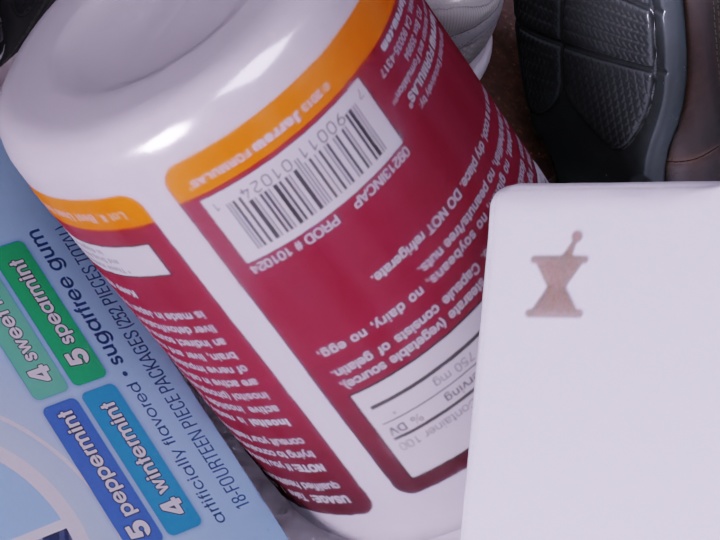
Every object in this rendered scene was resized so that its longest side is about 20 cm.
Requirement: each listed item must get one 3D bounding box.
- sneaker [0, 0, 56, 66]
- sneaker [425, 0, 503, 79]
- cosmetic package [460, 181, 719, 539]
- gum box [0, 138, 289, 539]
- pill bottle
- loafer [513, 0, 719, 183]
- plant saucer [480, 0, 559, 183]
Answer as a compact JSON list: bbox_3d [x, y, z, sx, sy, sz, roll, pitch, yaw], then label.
[{"bbox_3d":[-0.131,-0.051,0.777,0.200,0.090,0.067,-31,126,-34],"label":"sneaker"},{"bbox_3d":[-0.036,-0.127,0.846,0.200,0.092,0.076,35,71,-2],"label":"sneaker"},{"bbox_3d":[0.142,0.077,0.764,0.167,0.200,0.167,0,78,32],"label":"cosmetic package"},{"bbox_3d":[-0.134,0.063,0.775,0.200,0.045,0.170,-20,67,-37],"label":"gum box"},{"bbox_3d":[0.000,0.000,0.812,0.113,0.113,0.200,-48,123,-18],"label":"pill bottle"},{"bbox_3d":[0.089,-0.044,0.864,0.063,0.072,0.200,-24,125,-28],"label":"loafer"},{"bbox_3d":[0.010,-0.081,0.910,0.200,0.034,0.201,3,76,-12],"label":"plant saucer"}]
